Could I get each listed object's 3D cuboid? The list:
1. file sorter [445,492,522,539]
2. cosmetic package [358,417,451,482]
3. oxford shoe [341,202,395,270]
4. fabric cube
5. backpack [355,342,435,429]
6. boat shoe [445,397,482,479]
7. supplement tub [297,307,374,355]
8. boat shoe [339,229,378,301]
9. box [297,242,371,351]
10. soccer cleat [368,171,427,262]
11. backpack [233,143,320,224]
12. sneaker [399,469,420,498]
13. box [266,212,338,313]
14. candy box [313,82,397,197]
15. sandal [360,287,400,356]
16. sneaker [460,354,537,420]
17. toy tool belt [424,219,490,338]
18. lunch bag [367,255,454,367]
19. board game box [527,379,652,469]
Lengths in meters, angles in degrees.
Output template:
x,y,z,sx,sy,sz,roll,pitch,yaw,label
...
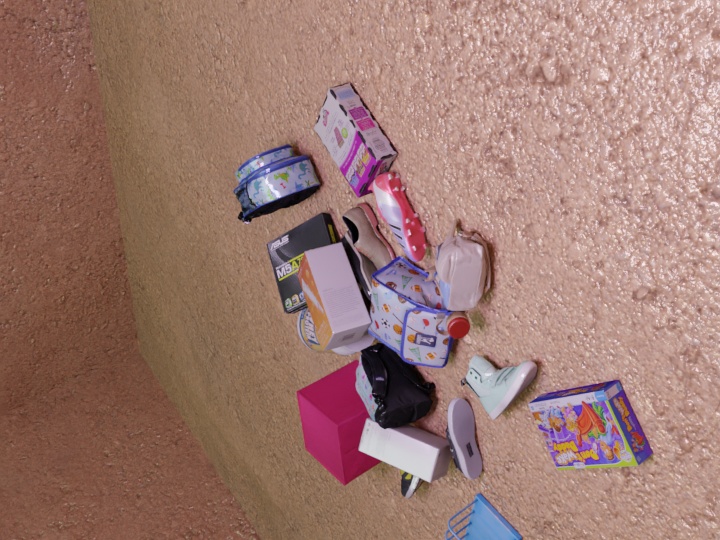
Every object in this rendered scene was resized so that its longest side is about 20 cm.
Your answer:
x,y,z,sx,sy,sz,roll,pitch,yaw,label
0.266,0.653,1.673,0.139,0.121,0.203,41,141,37,file sorter
0.109,0.415,1.704,0.197,0.107,0.087,18,93,30,cosmetic package
0.019,-0.050,1.648,0.203,0.074,0.070,62,148,6,oxford shoe
-0.028,0.391,1.892,0.195,0.197,0.204,29,133,47,fabric cube
0.062,0.271,1.716,0.201,0.164,0.128,56,139,41,backpack
0.221,0.372,1.620,0.066,0.069,0.204,10,125,53,boat shoe
-0.058,0.137,1.826,0.199,0.143,0.148,-5,106,58,supplement tub
0.000,0.000,1.681,0.068,0.071,0.202,-45,52,24,boat shoe
-0.063,0.061,1.651,0.125,0.096,0.203,118,135,-62,box
0.078,-0.108,1.518,0.076,0.066,0.204,-27,80,41,soccer cleat
-0.210,-0.225,1.796,0.198,0.181,0.150,-14,99,54,backpack
0.128,0.487,1.820,0.084,0.074,0.203,29,126,23,sneaker
-0.134,-0.016,1.822,0.198,0.047,0.197,-25,76,31,box
-0.014,-0.281,1.564,0.202,0.060,0.137,58,149,15,candy box
0.052,0.126,1.702,0.054,0.080,0.202,-38,80,35,sandal
0.265,0.207,1.422,0.119,0.073,0.202,48,148,18,sneaker
0.188,0.015,1.410,0.124,0.122,0.204,-103,12,-59,toy tool belt
0.115,0.100,1.554,0.198,0.123,0.173,32,138,29,lunch bag
0.402,0.278,1.285,0.199,0.044,0.137,-32,82,59,board game box
